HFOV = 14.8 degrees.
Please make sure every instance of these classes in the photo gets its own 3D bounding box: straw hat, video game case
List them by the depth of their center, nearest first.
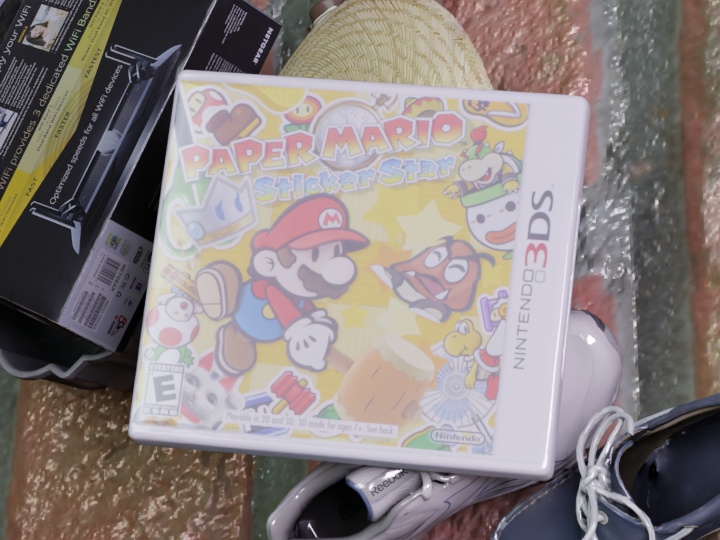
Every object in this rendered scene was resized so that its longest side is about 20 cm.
[{"bbox_3d":[0.000,0.000,1.298,0.200,0.023,0.182,4,77,11],"label":"video game case"},{"bbox_3d":[-0.028,-0.048,1.380,0.201,0.085,0.201,-8,80,49],"label":"straw hat"}]

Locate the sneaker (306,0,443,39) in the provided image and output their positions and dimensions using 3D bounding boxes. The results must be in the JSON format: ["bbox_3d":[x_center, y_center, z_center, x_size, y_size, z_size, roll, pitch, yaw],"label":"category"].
[{"bbox_3d":[0.000,-0.105,1.462,0.070,0.076,0.200,-37,38,35],"label":"sneaker"}]

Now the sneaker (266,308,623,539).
[{"bbox_3d":[0.040,0.089,1.319,0.200,0.087,0.075,-38,81,19],"label":"sneaker"}]

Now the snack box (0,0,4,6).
[{"bbox_3d":[-0.322,-0.166,1.770,0.200,0.068,0.169,-3,46,39],"label":"snack box"}]

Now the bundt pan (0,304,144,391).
[{"bbox_3d":[-0.129,-0.021,1.550,0.202,0.076,0.202,-20,57,34],"label":"bundt pan"}]

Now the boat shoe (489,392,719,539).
[{"bbox_3d":[0.134,0.100,1.263,0.200,0.062,0.075,-21,58,33],"label":"boat shoe"}]

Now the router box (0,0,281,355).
[{"bbox_3d":[-0.149,-0.070,1.501,0.157,0.052,0.200,22,83,46],"label":"router box"}]
